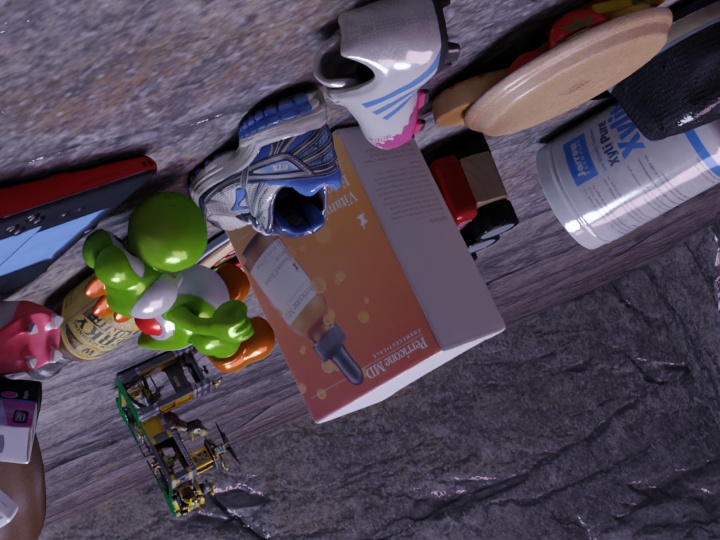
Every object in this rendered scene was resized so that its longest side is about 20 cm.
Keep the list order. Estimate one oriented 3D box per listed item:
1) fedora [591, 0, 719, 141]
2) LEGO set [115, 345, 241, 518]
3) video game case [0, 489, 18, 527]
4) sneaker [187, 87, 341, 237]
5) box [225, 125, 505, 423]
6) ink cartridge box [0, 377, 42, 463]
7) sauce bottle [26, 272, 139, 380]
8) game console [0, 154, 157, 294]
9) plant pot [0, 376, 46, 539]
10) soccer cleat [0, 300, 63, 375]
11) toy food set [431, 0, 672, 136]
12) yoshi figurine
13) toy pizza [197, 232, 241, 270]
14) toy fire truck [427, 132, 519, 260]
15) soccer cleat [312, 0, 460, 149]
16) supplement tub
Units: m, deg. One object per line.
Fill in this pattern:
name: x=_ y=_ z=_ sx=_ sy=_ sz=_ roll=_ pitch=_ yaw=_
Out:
fedora: x=0.310 y=-0.184 z=1.611 sx=0.199 sy=0.092 sz=0.201 roll=-26 pitch=172 yaw=-4
LEGO set: x=-0.206 y=0.184 z=2.057 sx=0.115 sy=0.201 sz=0.154 roll=-25 pitch=151 yaw=-17
video game case: x=-0.407 y=0.179 z=1.437 sx=0.199 sy=0.182 sz=0.023 roll=-33 pitch=-159 yaw=38
sneaker: x=-0.069 y=-0.057 z=1.281 sx=0.077 sy=0.086 sz=0.200 roll=-22 pitch=171 yaw=-25
box: x=0.000 y=0.000 z=1.439 sx=0.152 sy=0.201 sz=0.106 roll=-32 pitch=169 yaw=33
ink cartridge box: x=-0.345 y=0.105 z=1.306 sx=0.198 sy=0.037 sz=0.095 roll=4 pitch=-162 yaw=-8
sauce bottle: x=-0.223 y=0.039 z=1.471 sx=0.064 sy=0.065 sz=0.200 roll=-17 pitch=166 yaw=-48
game console: x=-0.252 y=-0.013 z=1.191 sx=0.176 sy=0.031 sz=0.200 roll=-17 pitch=169 yaw=-44
plant pot: x=-0.361 y=0.164 z=1.524 sx=0.186 sy=0.188 sz=0.200 roll=-21 pitch=158 yaw=-27
soccer cleat: x=-0.313 y=0.058 z=1.317 sx=0.076 sy=0.067 sz=0.199 roll=9 pitch=-168 yaw=34
toy food set: x=0.168 y=-0.171 z=1.425 sx=0.197 sy=0.049 sz=0.200 roll=-20 pitch=169 yaw=-38
yoshi figurine: x=-0.130 y=0.002 z=1.327 sx=0.112 sy=0.113 sz=0.200 roll=5 pitch=164 yaw=28
toy pizza: x=-0.075 y=-0.026 z=1.630 sx=0.199 sy=0.032 sz=0.200 roll=-26 pitch=171 yaw=-4
toy fire truck: x=0.035 y=-0.027 z=1.663 sx=0.199 sy=0.130 sz=0.176 roll=-17 pitch=169 yaw=-22
soccer cleat: x=0.005 y=-0.133 z=1.151 sx=0.086 sy=0.070 sz=0.200 roll=-8 pitch=166 yaw=-11
supplement tub: x=0.302 y=-0.123 z=1.839 sx=0.199 sy=0.133 sz=0.132 roll=-30 pitch=171 yaw=25
